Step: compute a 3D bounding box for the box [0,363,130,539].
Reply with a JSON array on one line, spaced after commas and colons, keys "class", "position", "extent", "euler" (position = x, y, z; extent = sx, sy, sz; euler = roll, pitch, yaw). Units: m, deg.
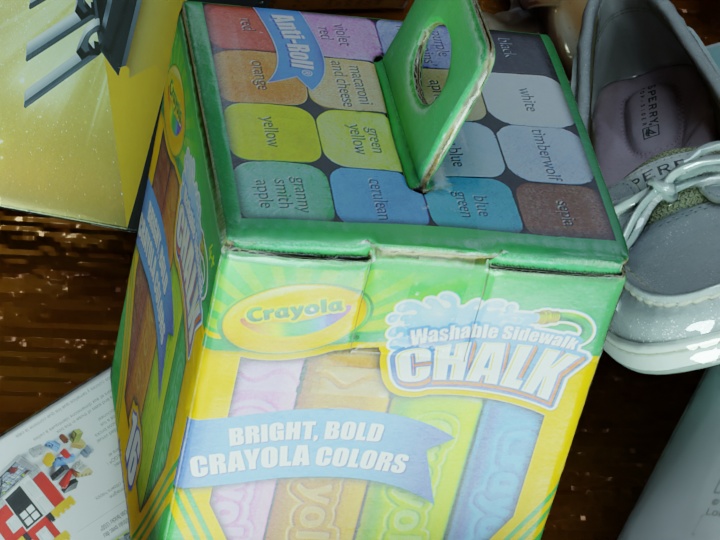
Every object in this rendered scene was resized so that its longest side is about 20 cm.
[{"class": "box", "position": [-0.082, 0.097, 0.874], "extent": [0.200, 0.035, 0.110], "euler": [-32, 75, -29]}]

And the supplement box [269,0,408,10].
[{"class": "supplement box", "position": [-0.072, -0.138, 0.991], "extent": [0.199, 0.069, 0.067], "euler": [-3, 64, -16]}]

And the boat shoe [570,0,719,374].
[{"class": "boat shoe", "position": [0.103, -0.034, 0.890], "extent": [0.074, 0.065, 0.202], "euler": [-16, 29, 12]}]

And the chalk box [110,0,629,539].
[{"class": "chalk box", "position": [0.000, 0.000, 0.796], "extent": [0.123, 0.201, 0.125], "euler": [3, 37, -13]}]

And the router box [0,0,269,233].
[{"class": "router box", "position": [-0.108, -0.121, 0.907], "extent": [0.157, 0.052, 0.201], "euler": [10, 95, -19]}]

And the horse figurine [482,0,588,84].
[{"class": "horse figurine", "position": [0.073, -0.129, 1.016], "extent": [0.050, 0.133, 0.201], "euler": [-11, 55, 27]}]

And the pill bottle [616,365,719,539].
[{"class": "pill bottle", "position": [0.167, 0.070, 0.917], "extent": [0.114, 0.114, 0.200], "euler": [31, 57, 2]}]

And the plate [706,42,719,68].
[{"class": "plate", "position": [0.136, -0.028, 0.952], "extent": [0.200, 0.200, 0.026], "euler": [-41, 123, -31]}]
